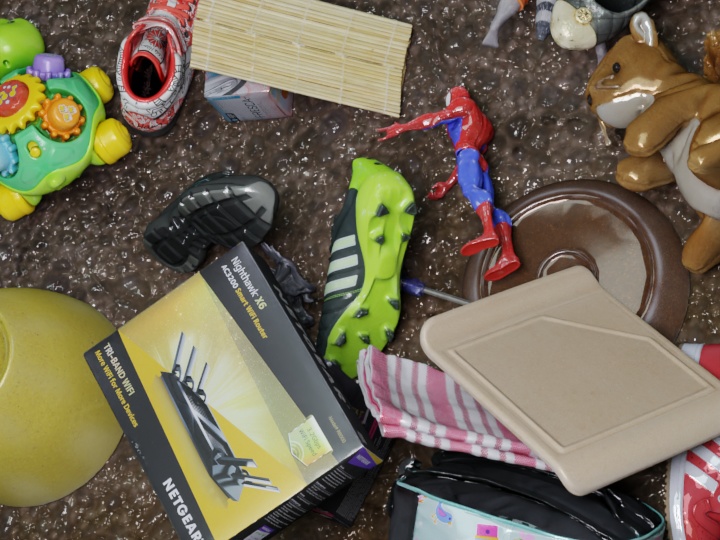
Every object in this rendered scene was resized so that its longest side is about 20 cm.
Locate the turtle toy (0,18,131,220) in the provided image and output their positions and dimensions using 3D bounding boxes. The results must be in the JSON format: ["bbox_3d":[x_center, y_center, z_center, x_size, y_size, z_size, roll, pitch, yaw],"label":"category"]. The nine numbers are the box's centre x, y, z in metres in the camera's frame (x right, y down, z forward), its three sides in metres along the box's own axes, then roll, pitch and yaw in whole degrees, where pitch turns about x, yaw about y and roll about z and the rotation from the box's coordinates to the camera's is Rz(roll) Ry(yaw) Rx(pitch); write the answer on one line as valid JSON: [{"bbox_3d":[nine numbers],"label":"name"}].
[{"bbox_3d":[-0.309,-0.152,1.910,0.145,0.101,0.201,-30,50,9],"label":"turtle toy"}]

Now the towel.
[{"bbox_3d":[0.099,0.113,1.616,0.199,0.146,0.030,12,105,-11],"label":"towel"}]

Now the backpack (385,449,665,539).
[{"bbox_3d":[0.133,0.224,1.585,0.199,0.176,0.155,6,96,24],"label":"backpack"}]

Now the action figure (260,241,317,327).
[{"bbox_3d":[-0.128,0.073,1.770,0.102,0.119,0.200,37,77,16],"label":"action figure"}]

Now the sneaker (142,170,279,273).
[{"bbox_3d":[-0.126,-0.060,1.791,0.200,0.075,0.079,-18,33,56],"label":"sneaker"}]

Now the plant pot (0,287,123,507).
[{"bbox_3d":[-0.321,0.096,1.810,0.199,0.142,0.201,-6,70,17],"label":"plant pot"}]

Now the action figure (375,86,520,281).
[{"bbox_3d":[0.075,-0.076,1.763,0.098,0.065,0.201,-22,48,21],"label":"action figure"}]

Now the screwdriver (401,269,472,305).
[{"bbox_3d":[0.067,0.024,1.748,0.199,0.029,0.028,21,48,32],"label":"screwdriver"}]

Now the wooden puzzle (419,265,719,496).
[{"bbox_3d":[0.171,0.086,1.600,0.184,0.037,0.200,-18,47,-31],"label":"wooden puzzle"}]

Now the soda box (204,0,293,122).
[{"bbox_3d":[-0.098,-0.243,1.894,0.068,0.064,0.201,-4,70,18],"label":"soda box"}]

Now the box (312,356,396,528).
[{"bbox_3d":[-0.063,0.123,1.676,0.122,0.200,0.107,24,80,25],"label":"box"}]

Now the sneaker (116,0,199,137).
[{"bbox_3d":[-0.172,-0.229,1.882,0.067,0.108,0.203,17,80,2],"label":"sneaker"}]

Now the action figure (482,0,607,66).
[{"bbox_3d":[0.209,-0.278,1.779,0.199,0.105,0.195,11,85,23],"label":"action figure"}]

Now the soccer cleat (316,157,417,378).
[{"bbox_3d":[0.000,0.000,1.745,0.081,0.067,0.201,50,132,51],"label":"soccer cleat"}]

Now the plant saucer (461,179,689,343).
[{"bbox_3d":[0.177,0.012,1.725,0.199,0.034,0.202,-6,71,18],"label":"plant saucer"}]

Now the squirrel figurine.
[{"bbox_3d":[0.291,-0.137,1.700,0.199,0.142,0.187,-32,53,-9],"label":"squirrel figurine"}]

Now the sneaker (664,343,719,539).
[{"bbox_3d":[0.303,0.151,1.610,0.112,0.071,0.201,-3,69,22],"label":"sneaker"}]

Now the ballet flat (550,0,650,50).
[{"bbox_3d":[0.235,-0.260,1.723,0.200,0.057,0.067,-42,88,-13],"label":"ballet flat"}]

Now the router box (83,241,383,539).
[{"bbox_3d":[-0.099,0.104,1.554,0.157,0.052,0.201,-35,65,5],"label":"router box"}]

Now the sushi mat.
[{"bbox_3d":[-0.053,-0.203,1.838,0.199,0.012,0.096,13,72,-8],"label":"sushi mat"}]
